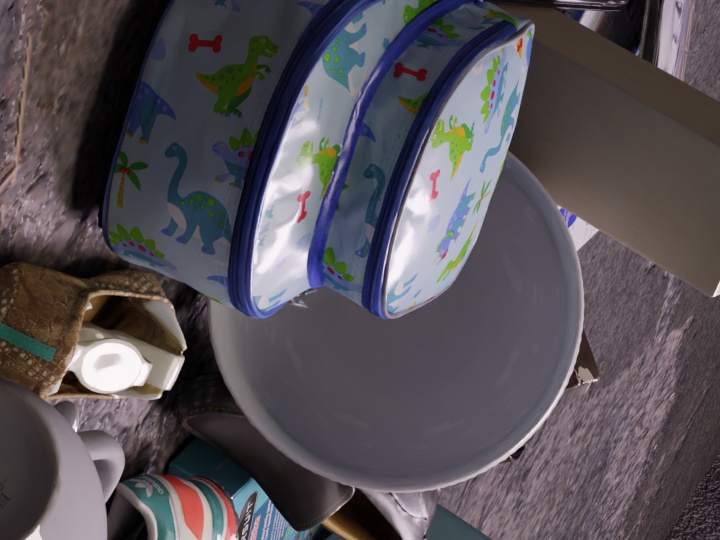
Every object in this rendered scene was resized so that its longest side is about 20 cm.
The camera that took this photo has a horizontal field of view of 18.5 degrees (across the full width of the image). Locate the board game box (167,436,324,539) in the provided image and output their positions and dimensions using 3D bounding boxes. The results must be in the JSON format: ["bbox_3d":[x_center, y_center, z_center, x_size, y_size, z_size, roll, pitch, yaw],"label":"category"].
[{"bbox_3d":[-0.055,0.127,1.372,0.200,0.047,0.152,-44,154,-46],"label":"board game box"}]

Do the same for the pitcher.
[{"bbox_3d":[-0.154,0.107,0.930,0.172,0.121,0.200,-52,170,-29],"label":"pitcher"}]

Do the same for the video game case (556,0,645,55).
[{"bbox_3d":[0.126,-0.132,1.350,0.201,0.045,0.181,-62,163,-4],"label":"video game case"}]

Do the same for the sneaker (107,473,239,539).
[{"bbox_3d":[-0.146,0.197,1.204,0.093,0.070,0.201,22,98,-55],"label":"sneaker"}]

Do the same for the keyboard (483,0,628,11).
[{"bbox_3d":[0.083,-0.207,1.187,0.199,0.021,0.128,-2,100,-45],"label":"keyboard"}]

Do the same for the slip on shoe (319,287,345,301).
[{"bbox_3d":[0.000,0.000,1.319,0.200,0.061,0.075,-23,136,-67],"label":"slip on shoe"}]

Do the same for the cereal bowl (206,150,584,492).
[{"bbox_3d":[0.021,0.021,1.179,0.201,0.199,0.083,-61,170,-5],"label":"cereal bowl"}]

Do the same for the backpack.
[{"bbox_3d":[-0.015,-0.067,1.024,0.200,0.146,0.184,-25,136,-59],"label":"backpack"}]

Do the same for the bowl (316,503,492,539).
[{"bbox_3d":[-0.003,0.215,1.487,0.200,0.105,0.201,-36,-174,5],"label":"bowl"}]

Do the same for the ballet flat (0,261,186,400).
[{"bbox_3d":[-0.119,0.036,1.011,0.071,0.065,0.200,-65,163,8],"label":"ballet flat"}]

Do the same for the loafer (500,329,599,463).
[{"bbox_3d":[0.069,0.098,1.397,0.200,0.072,0.073,-41,171,23],"label":"loafer"}]

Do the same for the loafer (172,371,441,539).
[{"bbox_3d":[-0.026,0.112,1.251,0.199,0.073,0.073,25,60,-37],"label":"loafer"}]

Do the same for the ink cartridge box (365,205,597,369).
[{"bbox_3d":[0.075,0.004,1.297,0.200,0.037,0.095,-41,160,-20],"label":"ink cartridge box"}]

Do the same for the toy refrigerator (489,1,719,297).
[{"bbox_3d":[0.134,-0.073,1.188,0.070,0.199,0.076,-21,138,-55],"label":"toy refrigerator"}]

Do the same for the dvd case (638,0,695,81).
[{"bbox_3d":[0.189,-0.147,1.352,0.149,0.016,0.202,-10,108,-76],"label":"dvd case"}]
